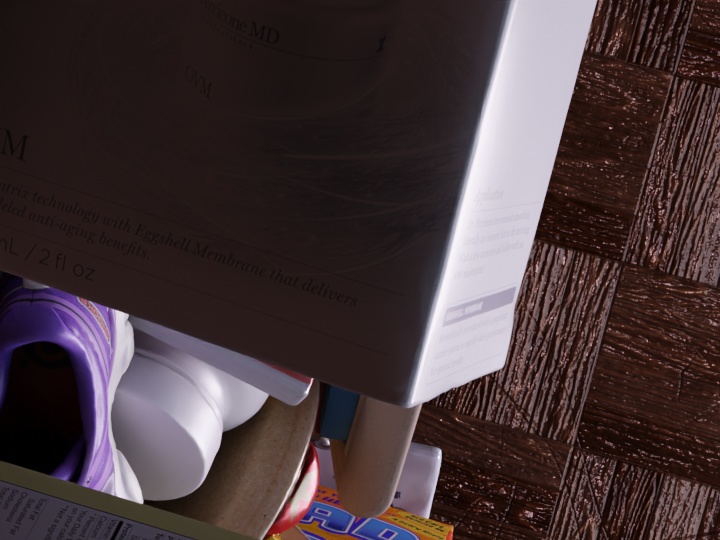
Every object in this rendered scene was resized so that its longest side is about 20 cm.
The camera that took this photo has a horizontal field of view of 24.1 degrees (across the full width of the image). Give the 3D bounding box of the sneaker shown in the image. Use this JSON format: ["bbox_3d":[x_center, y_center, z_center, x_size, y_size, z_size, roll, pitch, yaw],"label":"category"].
[{"bbox_3d":[-0.135,0.092,0.693,0.084,0.080,0.201,-84,174,-66],"label":"sneaker"}]

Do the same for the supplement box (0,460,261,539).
[{"bbox_3d":[-0.109,0.198,0.639,0.135,0.198,0.201,-67,170,-47],"label":"supplement box"}]

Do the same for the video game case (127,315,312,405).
[{"bbox_3d":[-0.059,-0.055,0.771,0.017,0.142,0.201,-43,-157,55],"label":"video game case"}]

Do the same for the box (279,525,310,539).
[{"bbox_3d":[-0.060,0.219,0.973,0.109,0.128,0.201,-40,131,-14],"label":"box"}]

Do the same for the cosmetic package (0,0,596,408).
[{"bbox_3d":[-0.029,-0.081,0.610,0.123,0.198,0.201,-9,115,-69],"label":"cosmetic package"}]

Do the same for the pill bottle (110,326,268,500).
[{"bbox_3d":[-0.081,0.005,0.815,0.113,0.112,0.201,97,10,-51],"label":"pill bottle"}]

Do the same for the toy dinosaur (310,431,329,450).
[{"bbox_3d":[-0.076,0.037,1.179,0.102,0.076,0.201,92,-17,-75],"label":"toy dinosaur"}]

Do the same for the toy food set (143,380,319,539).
[{"bbox_3d":[-0.089,0.111,0.871,0.198,0.049,0.200,-48,-151,5],"label":"toy food set"}]

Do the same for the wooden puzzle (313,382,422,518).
[{"bbox_3d":[0.000,0.000,0.881,0.200,0.037,0.186,-113,-146,-61],"label":"wooden puzzle"}]

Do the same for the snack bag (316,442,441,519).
[{"bbox_3d":[-0.037,0.201,1.309,0.021,0.187,0.201,-61,165,-67],"label":"snack bag"}]

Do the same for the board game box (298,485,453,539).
[{"bbox_3d":[-0.062,0.276,1.207,0.200,0.198,0.201,-43,149,-77],"label":"board game box"}]
